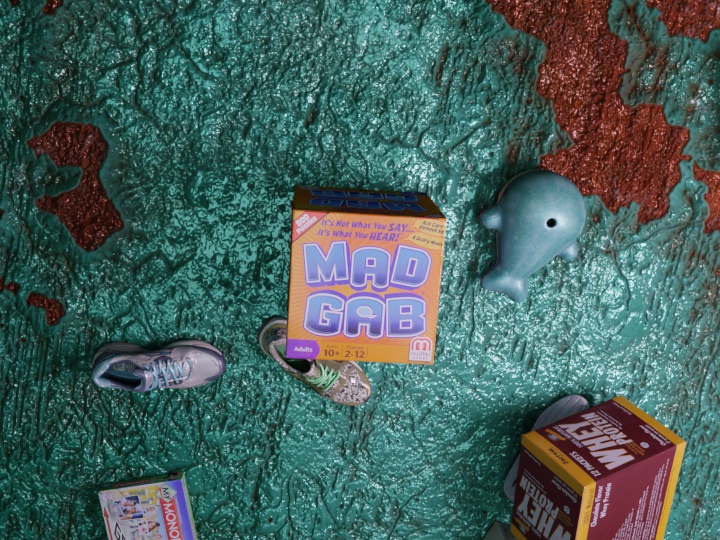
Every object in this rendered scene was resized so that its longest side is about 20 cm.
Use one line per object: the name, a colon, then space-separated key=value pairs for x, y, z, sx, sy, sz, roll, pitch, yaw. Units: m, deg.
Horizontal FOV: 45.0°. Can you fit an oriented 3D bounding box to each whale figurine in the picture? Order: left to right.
whale figurine: x=0.249 y=-0.046 z=1.266 sx=0.158 sy=0.104 sz=0.201 roll=23 pitch=102 yaw=-10

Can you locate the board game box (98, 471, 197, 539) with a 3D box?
board game box: x=-0.332 y=0.426 z=1.391 sx=0.134 sy=0.029 sz=0.201 roll=-8 pitch=105 yaw=-1

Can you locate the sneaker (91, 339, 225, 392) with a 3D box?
sneaker: x=-0.301 y=0.153 z=1.291 sx=0.199 sy=0.086 sz=0.078 roll=-2 pitch=106 yaw=-3

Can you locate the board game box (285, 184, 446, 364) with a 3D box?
board game box: x=0.000 y=0.000 z=1.213 sx=0.199 sy=0.200 sz=0.201 roll=3 pitch=105 yaw=-4

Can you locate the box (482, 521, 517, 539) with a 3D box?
box: x=0.284 y=0.518 z=1.403 sx=0.199 sy=0.128 sz=0.109 roll=29 pitch=102 yaw=-10

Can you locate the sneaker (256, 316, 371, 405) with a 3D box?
sneaker: x=-0.070 y=0.152 z=1.304 sx=0.200 sy=0.089 sz=0.077 roll=33 pitch=100 yaw=-11

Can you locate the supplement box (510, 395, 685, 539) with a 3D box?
supplement box: x=0.350 y=0.326 z=1.298 sx=0.199 sy=0.133 sz=0.198 roll=-15 pitch=122 yaw=-27

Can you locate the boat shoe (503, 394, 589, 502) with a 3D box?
boat shoe: x=0.306 y=0.287 z=1.383 sx=0.071 sy=0.072 sz=0.200 roll=28 pitch=102 yaw=-31
